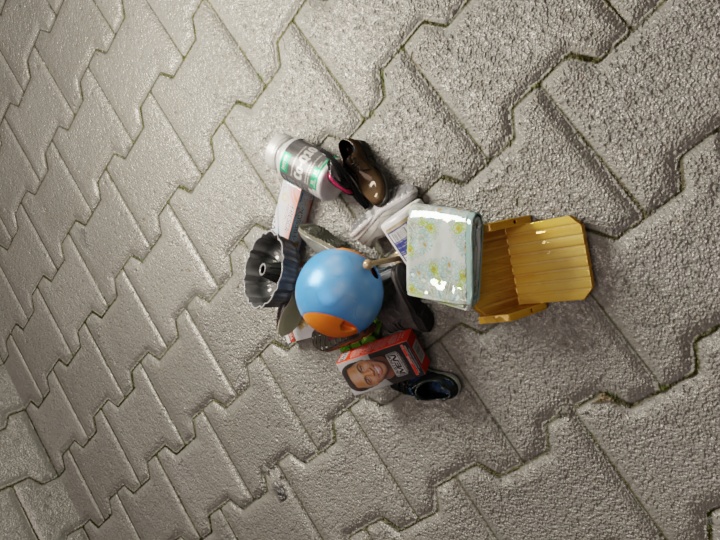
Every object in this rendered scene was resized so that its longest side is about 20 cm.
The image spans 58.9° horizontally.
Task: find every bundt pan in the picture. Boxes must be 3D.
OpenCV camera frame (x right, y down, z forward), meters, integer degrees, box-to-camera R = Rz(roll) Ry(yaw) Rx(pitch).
[{"bbox_3d":[-0.218,0.005,1.622,0.201,0.075,0.203,-21,62,48],"label":"bundt pan"}]

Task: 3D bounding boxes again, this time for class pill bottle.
[{"bbox_3d":[-0.136,-0.262,1.590,0.199,0.113,0.114,30,116,27],"label":"pill bottle"},{"bbox_3d":[0.143,-0.049,1.421,0.111,0.111,0.201,-30,97,36],"label":"pill bottle"}]

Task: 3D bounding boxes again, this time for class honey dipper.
[{"bbox_3d":[0.064,-0.023,1.439,0.038,0.200,0.038,4,98,30],"label":"honey dipper"}]

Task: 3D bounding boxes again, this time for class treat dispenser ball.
[{"bbox_3d":[-0.047,0.049,1.439,0.200,0.200,0.202,8,105,34],"label":"treat dispenser ball"}]

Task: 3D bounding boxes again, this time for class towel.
[{"bbox_3d":[0.166,-0.029,1.298,0.170,0.048,0.202,13,108,41],"label":"towel"}]

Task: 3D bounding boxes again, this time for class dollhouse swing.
[{"bbox_3d":[0.334,-0.006,1.278,0.175,0.181,0.201,-5,97,57],"label":"dollhouse swing"}]

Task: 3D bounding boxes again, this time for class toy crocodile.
[{"bbox_3d":[0.004,0.187,1.619,0.201,0.061,0.068,-60,39,23],"label":"toy crocodile"}]

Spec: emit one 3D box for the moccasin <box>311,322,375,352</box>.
[{"bbox_3d":[-0.046,0.155,1.587,0.201,0.077,0.074,-28,72,40],"label":"moccasin"}]

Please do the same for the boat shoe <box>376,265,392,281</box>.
[{"bbox_3d":[0.000,0.000,1.573,0.199,0.071,0.092,-19,87,38],"label":"boat shoe"}]

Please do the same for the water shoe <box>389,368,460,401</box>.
[{"bbox_3d":[0.139,0.270,1.523,0.199,0.079,0.072,-4,97,37],"label":"water shoe"}]

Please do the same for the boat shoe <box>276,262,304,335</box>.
[{"bbox_3d":[-0.185,0.073,1.676,0.062,0.071,0.201,30,109,41],"label":"boat shoe"}]

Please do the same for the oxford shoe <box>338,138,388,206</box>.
[{"bbox_3d":[-0.001,-0.229,1.490,0.073,0.084,0.201,-47,58,29],"label":"oxford shoe"}]

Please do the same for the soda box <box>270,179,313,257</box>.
[{"bbox_3d":[-0.184,-0.138,1.683,0.068,0.063,0.201,30,115,27],"label":"soda box"}]

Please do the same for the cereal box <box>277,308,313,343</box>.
[{"bbox_3d":[-0.139,0.107,1.716,0.199,0.039,0.145,-19,87,37],"label":"cereal box"}]

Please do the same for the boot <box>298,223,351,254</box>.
[{"bbox_3d":[-0.106,0.003,1.597,0.182,0.072,0.201,37,127,36],"label":"boot"}]

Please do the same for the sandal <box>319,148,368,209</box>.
[{"bbox_3d":[-0.043,-0.204,1.497,0.045,0.200,0.075,-38,43,-1],"label":"sandal"}]

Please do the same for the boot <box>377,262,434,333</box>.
[{"bbox_3d":[0.078,0.074,1.492,0.131,0.070,0.201,-5,123,35],"label":"boot"}]

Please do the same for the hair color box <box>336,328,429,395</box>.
[{"bbox_3d":[0.053,0.221,1.528,0.199,0.061,0.102,-23,107,27],"label":"hair color box"}]

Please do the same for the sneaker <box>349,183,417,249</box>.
[{"bbox_3d":[0.067,-0.129,1.514,0.082,0.075,0.200,40,121,-20],"label":"sneaker"}]
